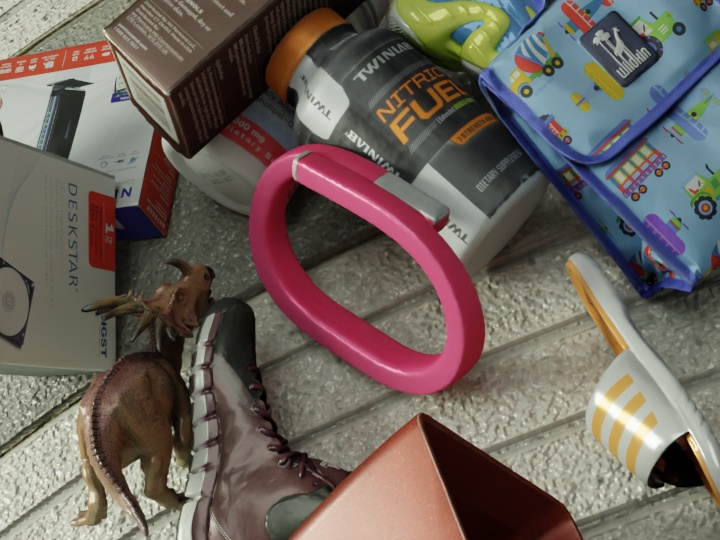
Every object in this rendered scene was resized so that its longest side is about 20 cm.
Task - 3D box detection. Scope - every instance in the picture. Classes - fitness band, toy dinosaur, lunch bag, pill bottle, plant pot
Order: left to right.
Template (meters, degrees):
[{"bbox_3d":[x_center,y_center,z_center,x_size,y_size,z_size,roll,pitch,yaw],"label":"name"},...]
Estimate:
[{"bbox_3d":[-0.153,0.084,0.802,0.085,0.137,0.201,2,27,3],"label":"toy dinosaur"},{"bbox_3d":[-0.060,-0.149,0.934,0.108,0.109,0.201,20,71,31],"label":"pill bottle"},{"bbox_3d":[0.000,0.000,0.799,0.199,0.145,0.037,32,44,29],"label":"fitness band"},{"bbox_3d":[0.026,-0.092,0.826,0.200,0.106,0.106,42,81,13],"label":"pill bottle"},{"bbox_3d":[0.037,0.227,0.627,0.175,0.200,0.201,-33,52,17],"label":"plant pot"},{"bbox_3d":[0.179,-0.108,0.761,0.150,0.094,0.200,-43,91,-7],"label":"lunch bag"}]

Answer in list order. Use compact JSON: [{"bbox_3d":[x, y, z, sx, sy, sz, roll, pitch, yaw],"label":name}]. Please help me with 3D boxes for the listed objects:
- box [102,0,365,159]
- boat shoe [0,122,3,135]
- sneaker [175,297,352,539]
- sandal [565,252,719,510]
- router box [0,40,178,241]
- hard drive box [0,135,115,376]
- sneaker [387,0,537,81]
[{"bbox_3d":[-0.076,-0.184,0.835,0.200,0.100,0.075,-42,75,-14],"label":"box"},{"bbox_3d":[-0.317,-0.044,0.949,0.074,0.074,0.205,23,116,35],"label":"boat shoe"},{"bbox_3d":[-0.054,0.115,0.803,0.114,0.076,0.203,-3,70,15],"label":"sneaker"},{"bbox_3d":[0.161,0.077,0.730,0.059,0.079,0.208,-30,45,4],"label":"sandal"},{"bbox_3d":[-0.246,-0.108,1.023,0.198,0.049,0.181,-6,59,19],"label":"router box"},{"bbox_3d":[-0.257,-0.008,0.848,0.076,0.200,0.158,-5,83,19],"label":"hard drive box"},{"bbox_3d":[0.122,-0.167,0.842,0.199,0.076,0.106,30,92,1],"label":"sneaker"}]
